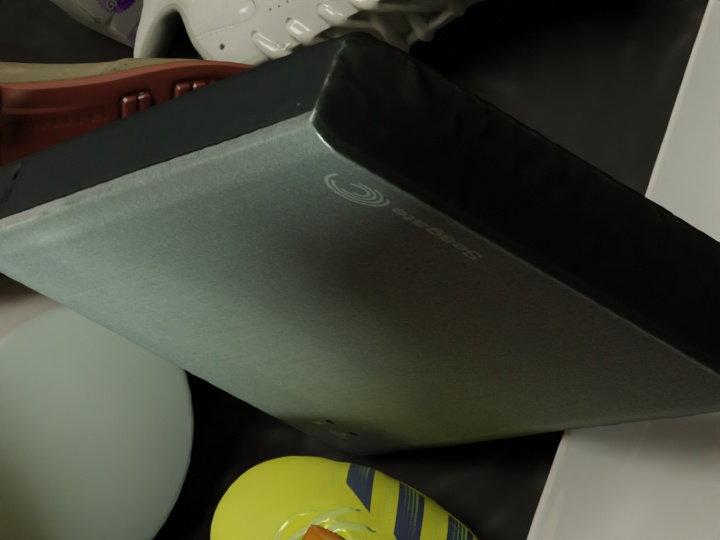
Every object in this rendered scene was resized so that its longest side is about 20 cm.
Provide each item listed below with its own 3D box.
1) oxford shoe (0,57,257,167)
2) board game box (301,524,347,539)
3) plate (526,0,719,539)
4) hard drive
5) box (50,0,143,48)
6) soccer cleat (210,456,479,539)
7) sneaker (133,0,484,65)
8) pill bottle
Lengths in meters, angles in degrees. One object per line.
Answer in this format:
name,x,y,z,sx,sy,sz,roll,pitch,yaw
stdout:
oxford shoe,-0.074,-0.036,0.841,0.075,0.199,0.071,-135,52,-67
board game box,0.052,0.205,0.517,0.200,0.200,0.200,29,84,49
plate,0.148,0.007,0.699,0.200,0.032,0.200,0,62,44
hard drive,0.000,0.000,0.720,0.200,0.139,0.033,-14,51,59
box,-0.047,-0.174,1.008,0.041,0.039,0.200,29,84,50
soccer cleat,0.007,0.098,0.727,0.065,0.084,0.200,-49,40,5
sneaker,0.000,-0.085,0.885,0.200,0.078,0.100,0,69,54
pill bottle,-0.147,0.035,0.896,0.200,0.114,0.115,14,73,48
